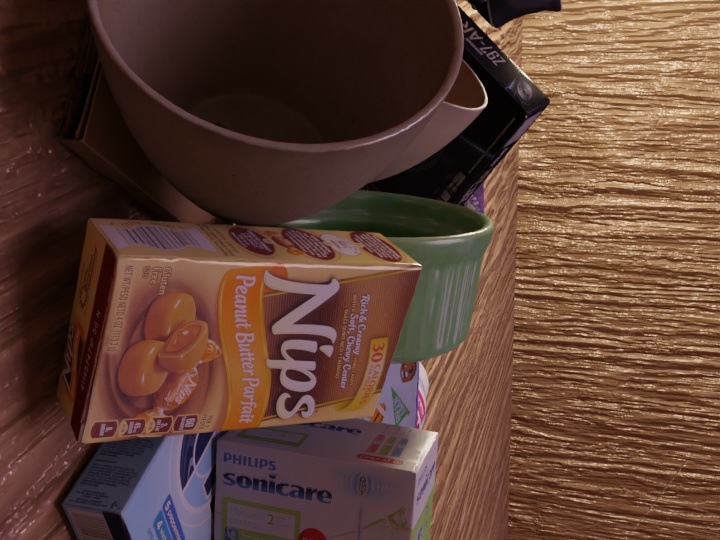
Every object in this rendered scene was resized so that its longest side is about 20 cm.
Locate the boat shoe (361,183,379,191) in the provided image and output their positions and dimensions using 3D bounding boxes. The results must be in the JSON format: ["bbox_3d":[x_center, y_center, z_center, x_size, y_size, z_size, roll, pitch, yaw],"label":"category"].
[{"bbox_3d":[-0.016,-0.050,0.912,0.200,0.072,0.060,-88,153,-48],"label":"boat shoe"}]

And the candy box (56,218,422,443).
[{"bbox_3d":[-0.069,0.035,0.540,0.200,0.055,0.115,2,116,-35],"label":"candy box"}]

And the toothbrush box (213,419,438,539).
[{"bbox_3d":[-0.027,0.214,0.662,0.086,0.146,0.200,-31,127,-72],"label":"toothbrush box"}]

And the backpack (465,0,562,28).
[{"bbox_3d":[0.135,-0.351,0.881,0.200,0.150,0.178,-120,-169,-57],"label":"backpack"}]

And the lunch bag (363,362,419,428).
[{"bbox_3d":[-0.017,0.142,0.770,0.160,0.076,0.200,-11,105,-55],"label":"lunch bag"}]

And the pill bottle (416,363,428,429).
[{"bbox_3d":[0.009,0.169,0.993,0.200,0.113,0.113,-55,145,-62],"label":"pill bottle"}]

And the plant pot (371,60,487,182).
[{"bbox_3d":[-0.013,-0.149,0.760,0.134,0.200,0.200,-52,180,27],"label":"plant pot"}]

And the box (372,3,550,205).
[{"bbox_3d":[0.069,-0.152,0.889,0.044,0.160,0.200,-33,168,-42],"label":"box"}]

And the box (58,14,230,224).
[{"bbox_3d":[-0.126,-0.120,0.611,0.200,0.021,0.164,49,46,-67],"label":"box"}]

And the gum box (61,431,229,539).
[{"bbox_3d":[-0.124,0.147,0.644,0.200,0.045,0.170,-66,156,-49],"label":"gum box"}]

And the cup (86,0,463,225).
[{"bbox_3d":[-0.057,-0.108,0.529,0.143,0.200,0.200,115,-9,-57],"label":"cup"}]

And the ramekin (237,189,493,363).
[{"bbox_3d":[0.000,0.000,0.706,0.200,0.200,0.098,-37,134,-69],"label":"ramekin"}]

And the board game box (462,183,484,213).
[{"bbox_3d":[0.089,-0.110,1.029,0.200,0.032,0.120,-160,-108,-71],"label":"board game box"}]
